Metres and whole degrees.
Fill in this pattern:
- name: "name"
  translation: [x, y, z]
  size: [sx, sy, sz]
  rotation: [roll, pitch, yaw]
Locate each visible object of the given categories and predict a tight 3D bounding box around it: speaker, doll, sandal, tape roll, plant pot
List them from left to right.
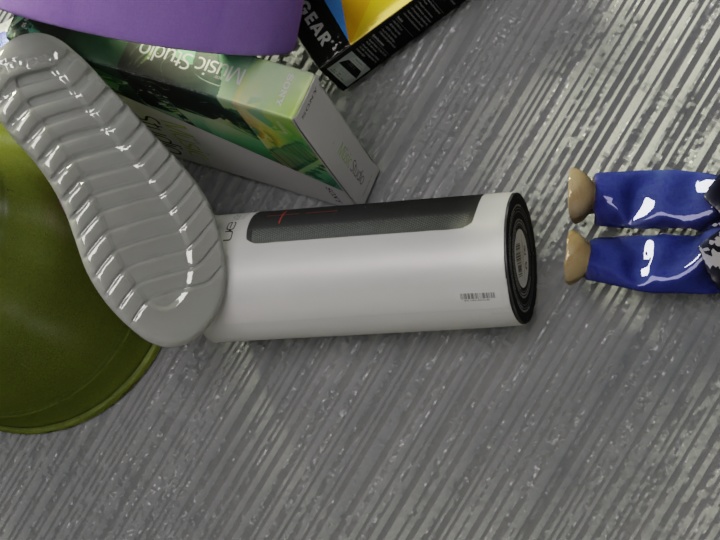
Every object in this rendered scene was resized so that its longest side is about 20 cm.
- name: "plant pot"
  translation: [-0.240, -0.012, 1.157]
  size: [0.200, 0.193, 0.201]
  rotation: [-4, 76, 18]
- name: "sandal"
  translation: [-0.145, -0.050, 1.112]
  size: [0.082, 0.050, 0.203]
  rotation: [-31, 96, -11]
- name: "tape roll"
  translation: [-0.130, -0.179, 1.108]
  size: [0.200, 0.200, 0.066]
  rotation: [17, 106, 21]
- name: "speaker"
  translation: [0.000, 0.000, 1.134]
  size: [0.200, 0.081, 0.081]
  rotation: [-4, 77, 18]
- name: "doll"
  translation: [0.219, -0.016, 1.080]
  size: [0.200, 0.048, 0.137]
  rotation: [1, 69, 12]

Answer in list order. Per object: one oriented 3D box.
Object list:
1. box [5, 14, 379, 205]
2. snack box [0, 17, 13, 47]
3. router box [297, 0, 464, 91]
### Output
- name: "box"
  translation: [-0.100, -0.101, 1.154]
  size: [0.200, 0.144, 0.036]
  rotation: [16, 76, 22]
- name: "snack box"
  translation: [-0.230, -0.132, 1.265]
  size: [0.200, 0.024, 0.072]
  rotation: [-27, 60, 11]
- name: "router box"
  translation: [-0.009, -0.237, 1.203]
  size: [0.149, 0.051, 0.200]
  rotation: [-36, 68, 8]
